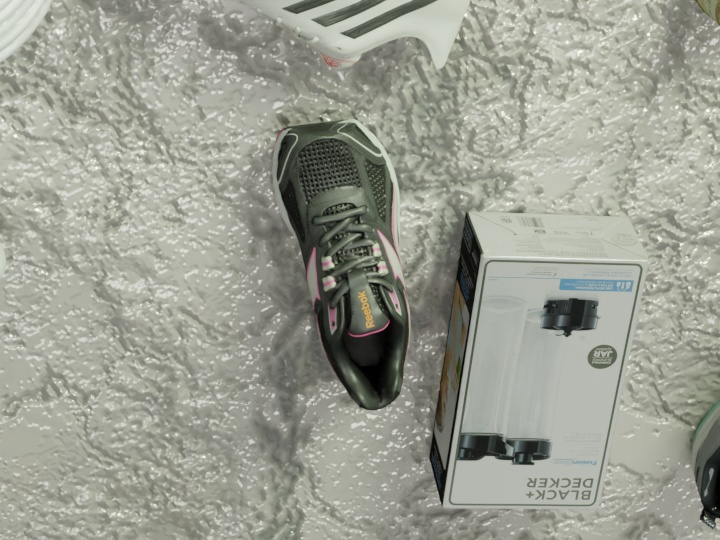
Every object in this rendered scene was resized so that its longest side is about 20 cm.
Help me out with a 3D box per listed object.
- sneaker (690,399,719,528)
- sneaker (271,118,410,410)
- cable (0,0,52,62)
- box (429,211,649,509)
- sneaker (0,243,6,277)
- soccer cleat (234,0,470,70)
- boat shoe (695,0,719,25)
[{"bbox_3d":[0.291,0.094,1.218,0.077,0.140,0.201,31,112,2],"label":"sneaker"},{"bbox_3d":[0.000,0.000,1.156,0.080,0.086,0.201,-18,121,0],"label":"sneaker"},{"bbox_3d":[-0.239,-0.196,0.962,0.200,0.069,0.201,45,64,-35],"label":"cable"},{"bbox_3d":[0.117,0.064,1.226,0.116,0.060,0.201,2,120,-10],"label":"box"},{"bbox_3d":[-0.300,0.036,1.147,0.199,0.074,0.082,-20,130,13],"label":"sneaker"},{"bbox_3d":[-0.031,-0.161,1.070,0.199,0.069,0.086,2,116,-15],"label":"soccer cleat"},{"bbox_3d":[0.294,-0.207,1.094,0.200,0.063,0.073,-37,118,12],"label":"boat shoe"}]
